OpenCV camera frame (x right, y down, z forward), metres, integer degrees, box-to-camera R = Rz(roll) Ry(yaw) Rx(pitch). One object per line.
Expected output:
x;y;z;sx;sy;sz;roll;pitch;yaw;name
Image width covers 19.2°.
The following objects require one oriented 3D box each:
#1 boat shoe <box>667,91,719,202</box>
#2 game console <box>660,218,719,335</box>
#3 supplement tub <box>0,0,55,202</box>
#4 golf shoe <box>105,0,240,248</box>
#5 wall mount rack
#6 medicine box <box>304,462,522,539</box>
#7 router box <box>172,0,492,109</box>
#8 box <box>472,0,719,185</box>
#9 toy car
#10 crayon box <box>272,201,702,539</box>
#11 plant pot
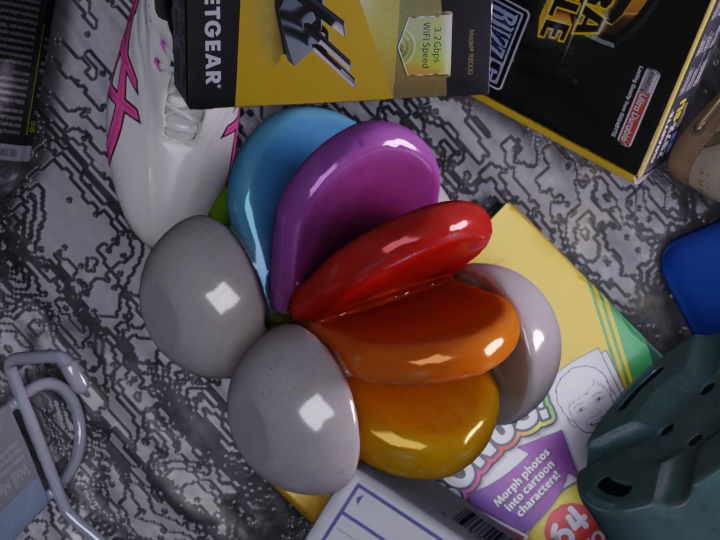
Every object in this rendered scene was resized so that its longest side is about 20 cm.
0.241;-0.119;1.155;0.064;0.071;0.200;28;69;36;boat shoe
0.297;0.028;1.201;0.170;0.118;0.201;-32;98;-31;game console
-0.224;-0.115;1.105;0.122;0.123;0.201;9;93;-4;supplement tub
-0.097;-0.108;1.130;0.072;0.092;0.201;6;96;-4;golf shoe
-0.171;0.146;1.103;0.074;0.200;0.175;-3;117;35;wall mount rack
0.027;0.227;1.085;0.182;0.103;0.201;33;95;9;medicine box
-0.014;-0.184;1.048;0.156;0.052;0.201;-5;110;-13;router box
0.117;-0.170;1.094;0.159;0.049;0.201;31;121;18;box
0.000;0.000;1.040;0.174;0.200;0.151;-19;141;-31;toy car
0.070;0.092;1.171;0.173;0.058;0.200;44;91;-6;crayon box
0.224;0.137;1.081;0.200;0.200;0.196;-40;107;0;plant pot
